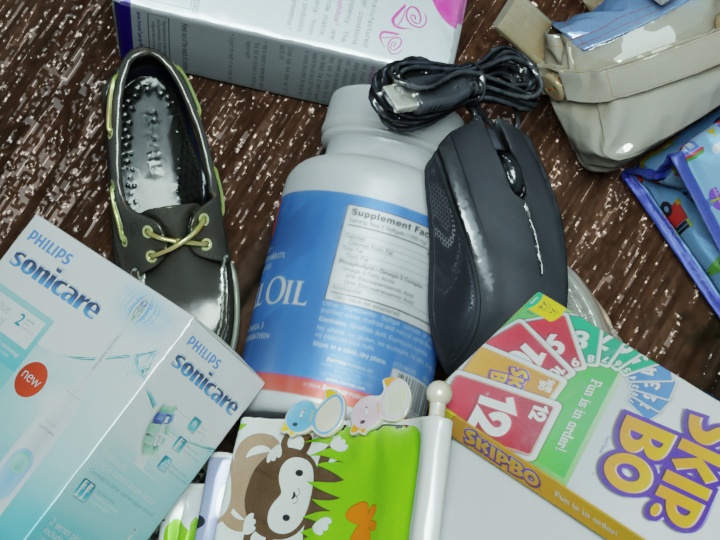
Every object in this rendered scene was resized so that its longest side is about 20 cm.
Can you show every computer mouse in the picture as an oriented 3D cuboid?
[{"bbox_3d":[0.076,-0.025,1.147,0.138,0.053,0.200,-12,96,-46],"label":"computer mouse"}]

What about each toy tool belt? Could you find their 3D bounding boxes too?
[{"bbox_3d":[0.188,-0.154,1.235,0.200,0.125,0.123,-32,90,-12],"label":"toy tool belt"}]

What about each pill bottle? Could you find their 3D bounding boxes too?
[{"bbox_3d":[0.000,0.000,1.187,0.112,0.112,0.200,14,75,-1],"label":"pill bottle"}]

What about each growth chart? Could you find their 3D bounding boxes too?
[{"bbox_3d":[-0.035,0.134,1.082,0.200,0.018,0.145,-16,62,32],"label":"growth chart"}]

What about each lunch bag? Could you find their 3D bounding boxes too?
[{"bbox_3d":[0.281,-0.018,1.239,0.151,0.094,0.200,-33,94,-12],"label":"lunch bag"}]

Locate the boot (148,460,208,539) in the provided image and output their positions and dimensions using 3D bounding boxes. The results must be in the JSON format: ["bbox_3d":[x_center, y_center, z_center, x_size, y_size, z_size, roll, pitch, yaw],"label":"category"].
[{"bbox_3d":[-0.074,0.205,1.157,0.154,0.073,0.204,20,79,6],"label":"boot"}]

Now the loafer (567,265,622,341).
[{"bbox_3d":[0.136,0.074,1.215,0.072,0.063,0.200,-32,76,22],"label":"loafer"}]

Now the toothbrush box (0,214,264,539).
[{"bbox_3d":[-0.174,0.092,1.124,0.146,0.085,0.200,32,79,39],"label":"toothbrush box"}]

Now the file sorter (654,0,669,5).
[{"bbox_3d":[0.160,-0.280,1.210,0.124,0.139,0.200,-29,44,-14],"label":"file sorter"}]

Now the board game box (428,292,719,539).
[{"bbox_3d":[0.141,0.093,1.055,0.200,0.030,0.096,34,59,25],"label":"board game box"}]

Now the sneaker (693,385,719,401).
[{"bbox_3d":[0.243,0.102,1.167,0.200,0.085,0.075,27,46,-19],"label":"sneaker"}]

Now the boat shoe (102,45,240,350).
[{"bbox_3d":[-0.116,-0.033,1.211,0.072,0.061,0.201,-11,78,-7],"label":"boat shoe"}]

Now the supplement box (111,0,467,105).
[{"bbox_3d":[-0.038,-0.166,1.229,0.200,0.103,0.101,13,75,0],"label":"supplement box"}]

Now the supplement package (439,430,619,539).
[{"bbox_3d":[0.139,0.165,1.090,0.200,0.121,0.120,7,53,9],"label":"supplement package"}]
